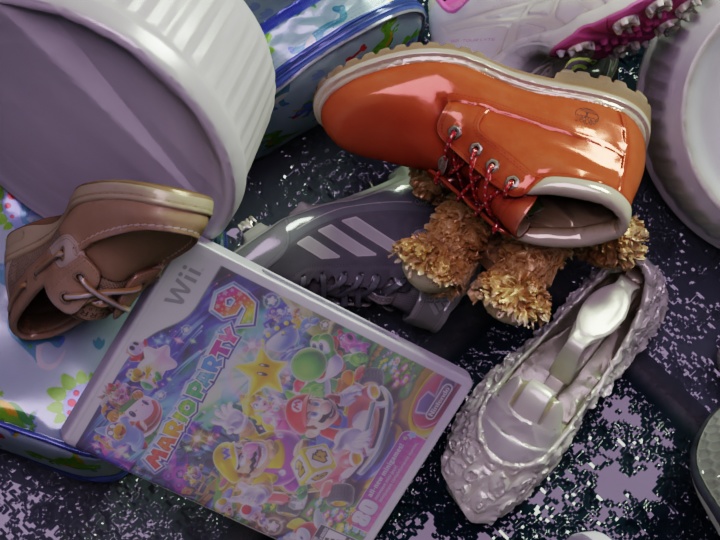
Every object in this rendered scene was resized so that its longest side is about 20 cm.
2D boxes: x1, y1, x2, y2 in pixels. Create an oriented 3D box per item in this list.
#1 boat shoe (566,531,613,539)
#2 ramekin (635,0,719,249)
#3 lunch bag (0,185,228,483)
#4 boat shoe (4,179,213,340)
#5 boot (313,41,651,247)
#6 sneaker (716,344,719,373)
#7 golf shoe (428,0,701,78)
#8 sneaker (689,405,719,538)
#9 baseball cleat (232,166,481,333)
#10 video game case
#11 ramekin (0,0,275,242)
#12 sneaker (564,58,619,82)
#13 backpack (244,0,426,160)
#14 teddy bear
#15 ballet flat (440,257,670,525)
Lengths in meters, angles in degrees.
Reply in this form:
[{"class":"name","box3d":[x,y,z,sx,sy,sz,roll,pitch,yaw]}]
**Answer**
[{"class":"boat shoe","box3d":[0.180,0.242,1.373,0.065,0.074,0.200,-6,62,-37]},{"class":"ramekin","box3d":[0.269,-0.097,1.423,0.200,0.105,0.201,0,98,3]},{"class":"lunch bag","box3d":[-0.180,0.016,1.425,0.161,0.082,0.200,18,72,4]},{"class":"boat shoe","box3d":[-0.141,-0.003,1.299,0.071,0.200,0.065,13,72,-27]},{"class":"boot","box3d":[0.067,-0.069,1.353,0.200,0.075,0.107,7,48,3]},{"class":"sneaker","box3d":[0.314,0.023,1.438,0.200,0.080,0.071,-20,75,-6]},{"class":"golf shoe","box3d":[0.118,-0.162,1.412,0.200,0.075,0.092,-24,76,32]},{"class":"sneaker","box3d":[0.249,0.181,1.382,0.077,0.146,0.202,-13,36,10]},{"class":"baseball cleat","box3d":[0.000,0.000,1.418,0.200,0.070,0.107,-26,75,-30]},{"class":"video game case","box3d":[-0.053,0.079,1.361,0.200,0.018,0.143,27,104,-20]},{"class":"ramekin","box3d":[-0.139,-0.110,1.332,0.202,0.202,0.094,27,57,7]},{"class":"sneaker","box3d":[0.130,-0.192,1.501,0.071,0.083,0.200,-11,71,-1]},{"class":"backpack","box3d":[-0.048,-0.172,1.429,0.183,0.200,0.147,-32,75,-12]},{"class":"teddy bear","box3d":[0.098,-0.037,1.407,0.145,0.067,0.200,30,42,32]},{"class":"ballet flat","box3d":[0.117,0.063,1.426,0.072,0.072,0.200,36,75,10]}]
